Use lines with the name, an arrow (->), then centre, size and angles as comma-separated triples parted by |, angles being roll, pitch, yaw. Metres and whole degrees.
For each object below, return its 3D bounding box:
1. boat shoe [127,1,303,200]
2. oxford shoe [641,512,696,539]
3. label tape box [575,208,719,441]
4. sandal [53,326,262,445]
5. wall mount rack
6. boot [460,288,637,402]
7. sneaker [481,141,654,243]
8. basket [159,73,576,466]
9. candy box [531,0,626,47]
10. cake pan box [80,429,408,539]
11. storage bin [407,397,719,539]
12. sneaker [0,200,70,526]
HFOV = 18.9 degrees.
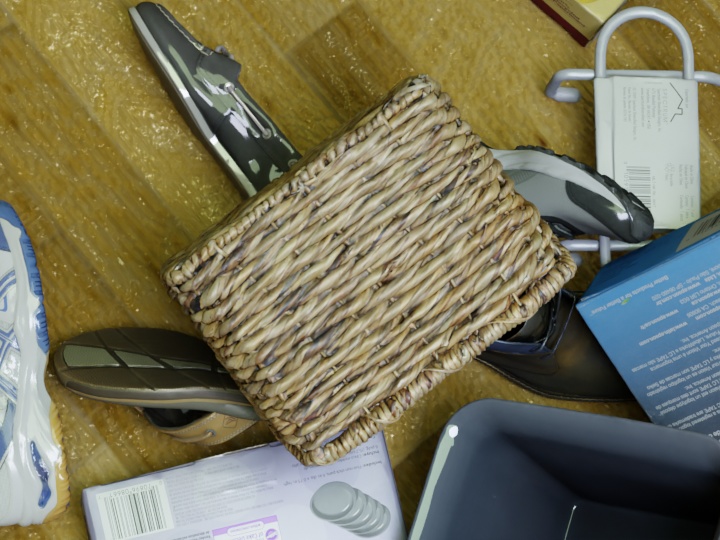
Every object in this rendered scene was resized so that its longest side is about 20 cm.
boat shoe -> -0.073, -0.092, 1.366 | 0.057, 0.067, 0.200 | -33, 91, -7
oxford shoe -> 0.219, 0.237, 1.350 | 0.074, 0.071, 0.200 | -1, 72, -39
label tape box -> 0.245, 0.062, 1.296 | 0.200, 0.144, 0.063 | 56, 34, -9
sandal -> -0.090, 0.079, 1.332 | 0.200, 0.080, 0.054 | 7, 113, -15
wall mount rack -> 0.208, -0.065, 1.402 | 0.173, 0.075, 0.200 | 2, 78, -4
boot -> 0.117, 0.043, 1.344 | 0.200, 0.097, 0.075 | 15, 91, -3
sneaker -> 0.093, -0.038, 1.343 | 0.200, 0.074, 0.079 | 14, 82, 37
basket -> 0.000, 0.000, 1.273 | 0.200, 0.143, 0.149 | -39, 96, -4
candy box -> 0.173, -0.262, 1.444 | 0.117, 0.056, 0.200 | 41, 77, 2
cake pan box -> -0.062, 0.202, 1.314 | 0.200, 0.052, 0.185 | -14, 79, -11
storage bin -> 0.148, 0.173, 1.273 | 0.200, 0.134, 0.146 | 7, 72, 39
sneaker -> -0.230, 0.056, 1.308 | 0.088, 0.075, 0.200 | -8, 79, -9
